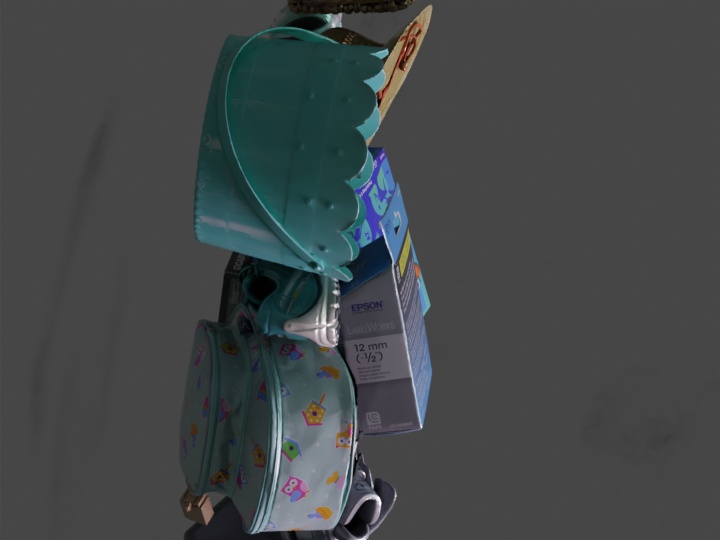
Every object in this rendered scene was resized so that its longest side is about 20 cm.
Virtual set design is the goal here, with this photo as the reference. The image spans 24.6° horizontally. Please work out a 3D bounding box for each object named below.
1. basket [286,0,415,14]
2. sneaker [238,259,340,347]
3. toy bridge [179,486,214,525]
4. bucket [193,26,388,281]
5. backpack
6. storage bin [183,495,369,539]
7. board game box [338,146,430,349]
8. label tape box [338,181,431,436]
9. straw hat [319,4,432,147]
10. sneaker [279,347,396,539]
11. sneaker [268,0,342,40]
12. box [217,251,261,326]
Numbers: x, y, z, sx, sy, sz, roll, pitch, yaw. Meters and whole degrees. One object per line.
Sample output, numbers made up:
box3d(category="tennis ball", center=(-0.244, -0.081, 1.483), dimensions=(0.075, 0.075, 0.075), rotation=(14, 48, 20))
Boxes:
box3d(category="basket", center=(0.004, -0.344, 1.580), dimensions=(0.200, 0.142, 0.150), rotation=(-75, 163, -64))
box3d(category="sneaker", center=(-0.068, 0.003, 1.450), dimensions=(0.200, 0.079, 0.078), rotation=(-116, -151, -66))
box3d(category="toy bridge", center=(-0.122, 0.156, 1.622), dimensions=(0.200, 0.027, 0.067), rotation=(-59, 154, -34))
box3d(category="bucket", center=(-0.057, -0.100, 1.370), dimensions=(0.207, 0.134, 0.208), rotation=(9, 90, -89))
box3d(category="backpack", center=(-0.078, 0.134, 1.449), dimensions=(0.200, 0.153, 0.176), rotation=(-133, -131, -58))
box3d(category="storage bin", center=(-0.082, 0.297, 1.680), dimensions=(0.134, 0.200, 0.146), rotation=(-35, 154, -27))
box3d(category="board game box", center=(0.000, 0.000, 1.655), dimensions=(0.152, 0.045, 0.201), rotation=(-55, 138, -43))
box3d(category="label tape box", center=(0.018, 0.034, 1.536), dimensions=(0.143, 0.066, 0.201), rotation=(-71, 150, -71))
box3d(category="straw hat", center=(-0.017, -0.180, 1.555), dimensions=(0.201, 0.085, 0.201), rotation=(-60, 176, -8))
box3d(category="sneaker", center=(-0.015, 0.176, 1.576), dimensions=(0.115, 0.075, 0.201), rotation=(4, -97, 56))
box3d(category="sneaker", center=(-0.054, -0.288, 1.729), dimensions=(0.200, 0.077, 0.140), rotation=(113, -18, -78))
box3d(category="box", center=(-0.120, 0.063, 1.729), dimensions=(0.159, 0.046, 0.201), rotation=(-77, 176, -66))
